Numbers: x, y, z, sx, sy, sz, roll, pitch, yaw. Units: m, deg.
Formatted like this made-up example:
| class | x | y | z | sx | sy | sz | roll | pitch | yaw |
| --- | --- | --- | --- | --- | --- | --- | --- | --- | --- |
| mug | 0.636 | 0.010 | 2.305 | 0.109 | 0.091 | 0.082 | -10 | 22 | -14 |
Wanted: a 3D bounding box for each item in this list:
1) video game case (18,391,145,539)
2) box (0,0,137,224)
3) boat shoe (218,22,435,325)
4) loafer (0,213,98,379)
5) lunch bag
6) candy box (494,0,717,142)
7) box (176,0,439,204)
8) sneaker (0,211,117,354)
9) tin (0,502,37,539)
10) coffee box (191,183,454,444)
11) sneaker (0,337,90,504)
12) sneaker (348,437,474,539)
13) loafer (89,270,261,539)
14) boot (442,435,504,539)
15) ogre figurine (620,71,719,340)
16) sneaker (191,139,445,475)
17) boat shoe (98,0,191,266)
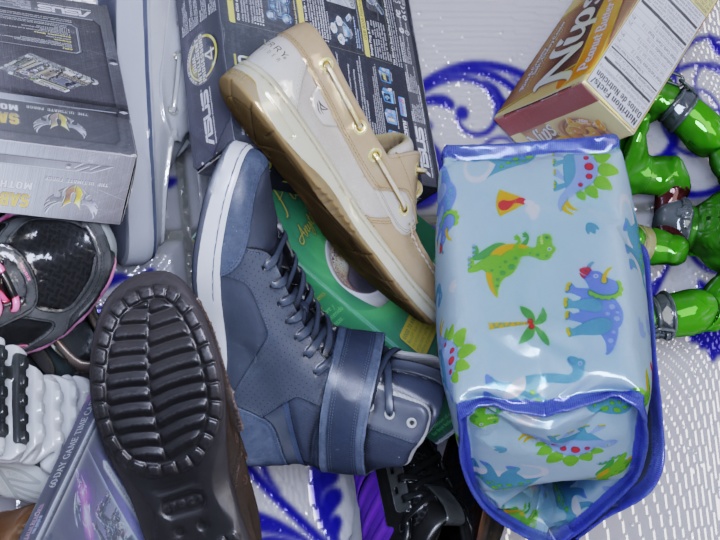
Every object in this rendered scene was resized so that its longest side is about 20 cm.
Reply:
| class | x | y | z | sx | sy | sz | roll | pitch | yaw |
| --- | --- | --- | --- | --- | --- | --- | --- | --- | --- |
| video game case | -0.125 | 0.148 | 0.922 | 0.144 | 0.019 | 0.201 | 63 | 26 | -29 |
| box | -0.229 | -0.100 | 0.912 | 0.198 | 0.049 | 0.159 | 5 | 38 | -21 |
| boat shoe | 0.003 | -0.053 | 0.941 | 0.069 | 0.074 | 0.200 | -44 | 124 | -11 |
| loafer | -0.202 | -0.025 | 0.966 | 0.072 | 0.063 | 0.201 | -35 | 99 | -24 |
| lunch bag | 0.108 | 0.047 | 0.957 | 0.126 | 0.201 | 0.172 | -2 | 60 | 4 |
| candy box | 0.185 | -0.172 | 1.147 | 0.055 | 0.115 | 0.201 | 40 | 68 | -15 |
| box | -0.035 | -0.144 | 1.027 | 0.160 | 0.049 | 0.202 | 10 | 62 | -40 |
| sneaker | -0.224 | 0.025 | 0.895 | 0.198 | 0.095 | 0.080 | -25 | 94 | 1 |
| tin | -0.144 | 0.202 | 0.927 | 0.200 | 0.042 | 0.113 | 43 | 33 | -43 |
| coffee box | 0.000 | 0.000 | 1.037 | 0.200 | 0.044 | 0.123 | 40 | 39 | -11 |
| sneaker | -0.190 | 0.094 | 0.926 | 0.200 | 0.080 | 0.076 | 46 | 35 | -56 |
| sneaker | 0.034 | 0.138 | 1.039 | 0.069 | 0.099 | 0.203 | 1 | 83 | -28 |
| loafer | -0.099 | 0.097 | 0.917 | 0.072 | 0.071 | 0.202 | -9 | 100 | 5 |
| boot | 0.114 | 0.107 | 1.094 | 0.096 | 0.075 | 0.202 | 24 | 65 | -24 |
| ogre figurine | 0.234 | -0.038 | 1.170 | 0.119 | 0.099 | 0.202 | 12 | 50 | -10 |
| sneaker | -0.020 | 0.027 | 0.940 | 0.144 | 0.077 | 0.204 | 7 | 120 | 9 |
| boat shoe | -0.122 | -0.103 | 1.011 | 0.065 | 0.073 | 0.203 | 1 | 84 | -21 |
